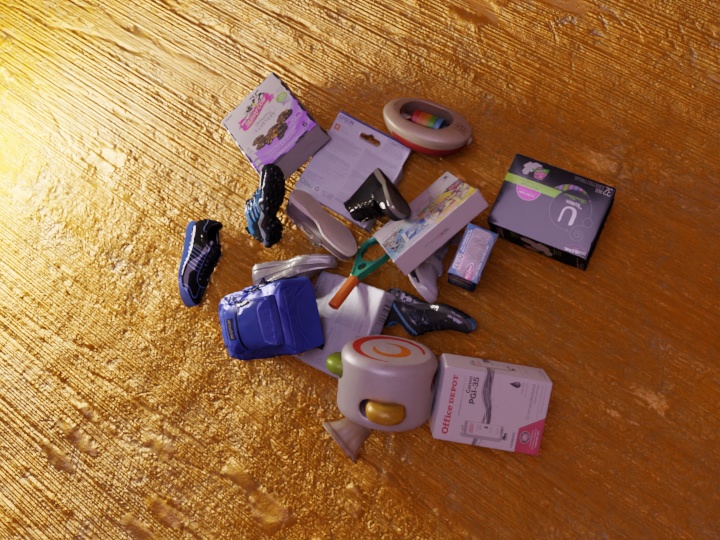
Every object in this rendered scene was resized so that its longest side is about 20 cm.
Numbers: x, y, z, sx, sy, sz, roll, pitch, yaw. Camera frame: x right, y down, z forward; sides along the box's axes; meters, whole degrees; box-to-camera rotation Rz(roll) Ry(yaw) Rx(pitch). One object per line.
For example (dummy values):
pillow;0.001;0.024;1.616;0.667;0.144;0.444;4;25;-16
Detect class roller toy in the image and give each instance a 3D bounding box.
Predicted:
roller toy;0.050;0.212;1.388;0.199;0.182;0.141;22;111;48

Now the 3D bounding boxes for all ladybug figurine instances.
ladybug figurine;0.138;-0.292;1.555;0.199;0.072;0.136;27;49;20

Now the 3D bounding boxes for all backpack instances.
backpack;-0.202;0.099;1.530;0.199;0.167;0.164;-11;85;39

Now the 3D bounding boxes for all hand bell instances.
hand bell;0.030;0.279;1.500;0.200;0.104;0.104;-41;71;-8

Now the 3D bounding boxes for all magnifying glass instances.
magnifying glass;0.000;0.000;1.534;0.079;0.022;0.200;13;56;42

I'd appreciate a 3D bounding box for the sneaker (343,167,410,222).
sneaker;0.031;-0.122;1.488;0.106;0.200;0.075;-43;113;11

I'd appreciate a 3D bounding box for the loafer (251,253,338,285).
loafer;-0.138;0.008;1.602;0.199;0.070;0.070;-11;82;22

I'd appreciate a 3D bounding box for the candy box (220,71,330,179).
candy box;-0.189;-0.310;1.652;0.168;0.071;0.200;-42;60;8

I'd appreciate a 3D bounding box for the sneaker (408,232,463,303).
sneaker;0.147;-0.037;1.484;0.114;0.075;0.201;-29;48;20

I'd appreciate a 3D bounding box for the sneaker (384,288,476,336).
sneaker;0.136;0.099;1.502;0.199;0.073;0.083;17;89;29

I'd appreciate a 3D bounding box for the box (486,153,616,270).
box;0.365;-0.111;1.440;0.199;0.124;0.149;23;86;18

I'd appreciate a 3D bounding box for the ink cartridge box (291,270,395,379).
ink cartridge box;-0.041;0.115;1.548;0.199;0.043;0.198;18;85;46

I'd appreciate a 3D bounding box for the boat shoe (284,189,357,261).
boat shoe;-0.086;-0.086;1.581;0.200;0.072;0.060;45;127;19

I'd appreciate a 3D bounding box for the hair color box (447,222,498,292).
hair color box;0.210;-0.020;1.425;0.060;0.200;0.101;23;87;9

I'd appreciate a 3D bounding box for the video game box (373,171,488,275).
video game box;0.128;-0.094;1.421;0.200;0.182;0.047;-40;109;4

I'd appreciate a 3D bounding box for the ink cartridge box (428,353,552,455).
ink cartridge box;0.236;0.247;1.386;0.198;0.083;0.148;9;100;-1

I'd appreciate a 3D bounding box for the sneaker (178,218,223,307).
sneaker;-0.351;-0.018;1.666;0.077;0.070;0.202;-3;78;23

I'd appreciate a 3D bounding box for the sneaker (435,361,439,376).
sneaker;0.162;0.220;1.466;0.199;0.070;0.076;14;85;19

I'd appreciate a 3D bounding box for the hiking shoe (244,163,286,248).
hiking shoe;-0.214;-0.142;1.599;0.086;0.074;0.201;26;128;21

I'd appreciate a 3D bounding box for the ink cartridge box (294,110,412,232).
ink cartridge box;-0.013;-0.214;1.617;0.199;0.041;0.201;32;89;20
